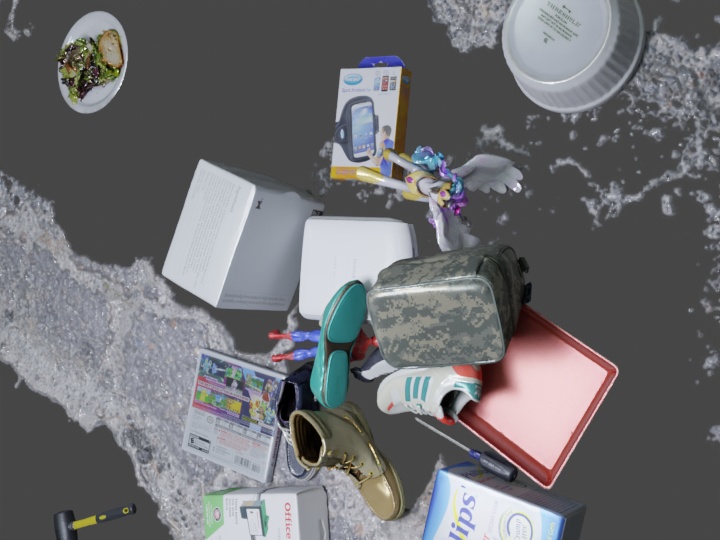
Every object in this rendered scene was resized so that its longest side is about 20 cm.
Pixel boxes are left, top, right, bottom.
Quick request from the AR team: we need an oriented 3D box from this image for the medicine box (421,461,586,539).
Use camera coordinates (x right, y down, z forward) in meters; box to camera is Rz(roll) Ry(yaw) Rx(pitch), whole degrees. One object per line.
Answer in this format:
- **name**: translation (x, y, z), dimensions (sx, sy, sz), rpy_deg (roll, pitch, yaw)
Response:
- **medicine box**: translation (0.193, 0.391, 1.345), dimensions (0.197, 0.102, 0.186), rpy_deg (14, 94, 31)

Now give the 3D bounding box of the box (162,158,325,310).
- **box**: translation (-0.186, -0.053, 1.558), dimensions (0.129, 0.198, 0.203), rpy_deg (25, 99, 31)

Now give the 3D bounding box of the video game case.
- **video game case**: translation (-0.217, 0.247, 1.659), dimensions (0.197, 0.023, 0.186), rpy_deg (13, 94, 33)

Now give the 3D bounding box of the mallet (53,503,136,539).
- **mallet**: translation (-0.500, 0.481, 1.812), dimensions (0.197, 0.041, 0.067), rpy_deg (-13, 79, 27)

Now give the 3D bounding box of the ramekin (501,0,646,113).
- **ramekin**: translation (0.289, -0.329, 1.344), dimensions (0.199, 0.094, 0.207), rpy_deg (-3, 85, 32)

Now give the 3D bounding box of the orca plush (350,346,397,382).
- **orca plush**: translation (0.083, 0.123, 1.474), dimensions (0.105, 0.072, 0.199), rpy_deg (42, 129, -20)

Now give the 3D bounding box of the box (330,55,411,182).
- **box**: translation (0.017, -0.244, 1.539), dimensions (0.117, 0.041, 0.205), rpy_deg (5, 91, 32)

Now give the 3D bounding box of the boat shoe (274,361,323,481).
- **boat shoe**: translation (-0.104, 0.250, 1.530), dimensions (0.073, 0.092, 0.204), rpy_deg (12, 105, 28)

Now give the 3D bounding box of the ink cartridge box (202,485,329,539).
- **ink cartridge box**: translation (-0.154, 0.432, 1.569), dimensions (0.197, 0.084, 0.149), rpy_deg (-10, 82, 31)

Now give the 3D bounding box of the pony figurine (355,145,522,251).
- **pony figurine**: translation (0.116, -0.112, 1.400), dimensions (0.199, 0.191, 0.169), rpy_deg (29, 99, 49)

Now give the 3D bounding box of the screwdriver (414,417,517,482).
- **screwdriver**: translation (0.151, 0.262, 1.417), dimensions (0.198, 0.028, 0.030), rpy_deg (19, 122, 45)

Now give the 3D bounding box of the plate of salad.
- **plate of salad**: translation (-0.536, -0.412, 1.892), dimensions (0.197, 0.048, 0.205), rpy_deg (-2, 86, 32)

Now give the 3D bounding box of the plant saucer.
- **plant saucer**: translation (0.243, 0.169, 1.369), dimensions (0.199, 0.036, 0.202), rpy_deg (35, 105, 30)

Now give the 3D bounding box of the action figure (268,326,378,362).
- **action figure**: translation (-0.051, 0.117, 1.550), dimensions (0.196, 0.051, 0.067), rpy_deg (-4, 90, 27)

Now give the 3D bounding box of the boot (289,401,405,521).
- **boot**: translation (-0.021, 0.294, 1.454), dimensions (0.072, 0.155, 0.202), rpy_deg (-36, 69, 24)

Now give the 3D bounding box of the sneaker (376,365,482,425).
- **sneaker**: translation (0.098, 0.185, 1.399), dimensions (0.198, 0.070, 0.095), rpy_deg (-32, 50, 35)

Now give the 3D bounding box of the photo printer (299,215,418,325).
- **photo printer**: translation (0.000, 0.000, 1.514), dimensions (0.197, 0.069, 0.170), rpy_deg (4, 89, 32)

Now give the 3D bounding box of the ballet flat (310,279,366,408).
- **ballet flat**: translation (-0.042, 0.107, 1.468), dimensions (0.070, 0.066, 0.204), rpy_deg (22, 104, 53)

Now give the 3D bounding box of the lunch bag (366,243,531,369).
- **lunch bag**: translation (0.127, 0.037, 1.333), dimensions (0.196, 0.168, 0.141), rpy_deg (-8, 115, 24)
